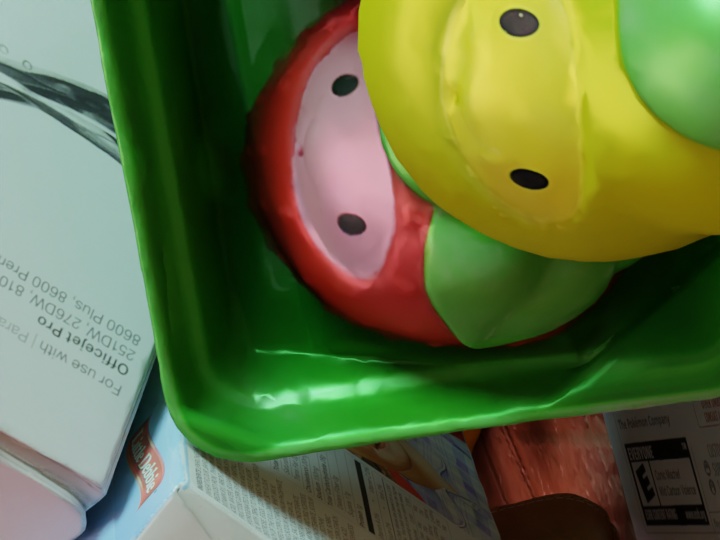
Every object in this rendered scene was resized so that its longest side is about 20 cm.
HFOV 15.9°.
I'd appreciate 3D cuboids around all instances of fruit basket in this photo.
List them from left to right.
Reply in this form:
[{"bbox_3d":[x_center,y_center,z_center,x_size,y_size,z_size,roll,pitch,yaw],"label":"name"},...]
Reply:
[{"bbox_3d":[0.022,-0.055,0.512,0.216,0.155,0.216,-8,-90,-87],"label":"fruit basket"}]

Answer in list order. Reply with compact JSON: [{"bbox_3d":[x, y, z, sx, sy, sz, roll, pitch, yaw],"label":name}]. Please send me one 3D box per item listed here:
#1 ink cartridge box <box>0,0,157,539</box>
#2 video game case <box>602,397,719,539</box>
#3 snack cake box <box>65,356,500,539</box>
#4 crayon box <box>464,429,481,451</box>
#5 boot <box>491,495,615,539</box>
[{"bbox_3d":[-0.099,-0.016,0.652,0.145,0.084,0.200,-38,27,48],"label":"ink cartridge box"},{"bbox_3d":[0.084,-0.019,0.619,0.200,0.022,0.182,154,101,-77],"label":"video game case"},{"bbox_3d":[-0.026,0.061,0.659,0.115,0.067,0.200,35,-165,-19],"label":"snack cake box"},{"bbox_3d":[0.000,0.000,0.906,0.127,0.051,0.200,107,146,-64],"label":"crayon box"},{"bbox_3d":[-0.006,0.147,0.730,0.155,0.200,0.074,-88,-25,-58],"label":"boot"}]
